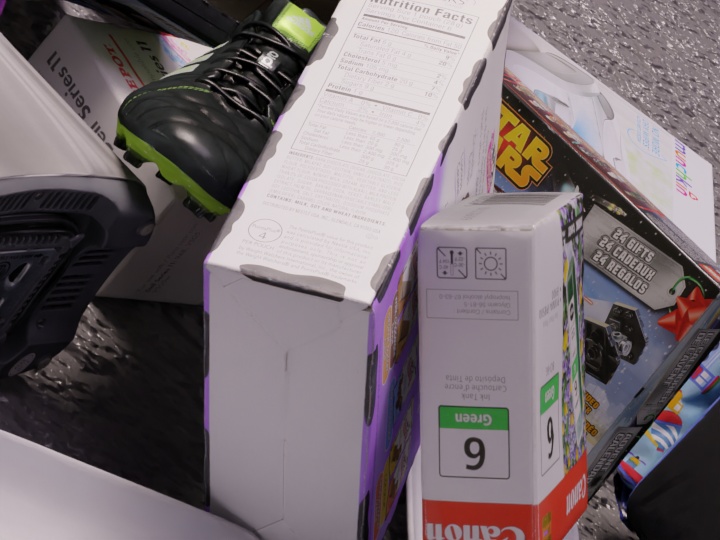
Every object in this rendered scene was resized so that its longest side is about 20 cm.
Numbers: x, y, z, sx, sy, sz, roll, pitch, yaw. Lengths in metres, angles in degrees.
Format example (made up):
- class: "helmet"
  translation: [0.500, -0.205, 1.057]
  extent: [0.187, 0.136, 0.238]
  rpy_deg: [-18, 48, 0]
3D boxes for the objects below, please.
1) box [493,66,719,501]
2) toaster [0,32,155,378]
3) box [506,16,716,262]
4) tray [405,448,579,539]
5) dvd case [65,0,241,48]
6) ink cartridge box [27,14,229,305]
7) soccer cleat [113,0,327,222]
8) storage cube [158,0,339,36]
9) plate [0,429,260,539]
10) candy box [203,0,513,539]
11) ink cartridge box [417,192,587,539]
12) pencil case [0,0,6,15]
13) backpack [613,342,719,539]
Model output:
- class: "box"
  translation: [0.071, 0.000, 1.255]
  extent: [0.200, 0.137, 0.040]
  rpy_deg: [46, 17, 28]
- class: "toaster"
  translation: [-0.184, -0.030, 1.010]
  extent: [0.129, 0.114, 0.200]
  rpy_deg: [49, 28, 21]
- class: "box"
  translation: [0.097, -0.030, 1.426]
  extent: [0.176, 0.097, 0.200]
  rpy_deg: [35, 26, -11]
- class: "tray"
  translation: [0.058, 0.141, 1.196]
  extent: [0.107, 0.022, 0.200]
  rpy_deg: [32, 28, -20]
- class: "dvd case"
  translation: [-0.154, -0.153, 1.219]
  extent: [0.142, 0.018, 0.200]
  rpy_deg: [30, -3, -31]
- class: "ink cartridge box"
  translation: [-0.089, -0.048, 1.217]
  extent: [0.200, 0.067, 0.117]
  rpy_deg: [6, 45, -52]
- class: "soccer cleat"
  translation: [-0.050, -0.073, 1.097]
  extent: [0.067, 0.081, 0.200]
  rpy_deg: [37, 13, -1]
- class: "storage cube"
  translation: [-0.012, -0.191, 1.401]
  extent: [0.171, 0.200, 0.180]
  rpy_deg: [41, 20, -2]
- class: "plate"
  translation: [-0.101, 0.146, 0.951]
  extent: [0.200, 0.032, 0.200]
  rpy_deg: [25, 31, -33]
- class: "candy box"
  translation: [0.000, 0.000, 1.093]
  extent: [0.071, 0.168, 0.200]
  rpy_deg: [13, 45, 11]
- class: "ink cartridge box"
  translation: [0.059, 0.074, 1.060]
  extent: [0.109, 0.050, 0.201]
  rpy_deg: [-29, 118, -73]
- class: "pencil case"
  translation: [-0.251, -0.145, 1.113]
  extent: [0.200, 0.085, 0.093]
  rpy_deg: [26, 45, -32]
- class: "backpack"
  translation: [0.246, 0.120, 1.329]
  extent: [0.200, 0.183, 0.135]
  rpy_deg: [38, 5, -42]
